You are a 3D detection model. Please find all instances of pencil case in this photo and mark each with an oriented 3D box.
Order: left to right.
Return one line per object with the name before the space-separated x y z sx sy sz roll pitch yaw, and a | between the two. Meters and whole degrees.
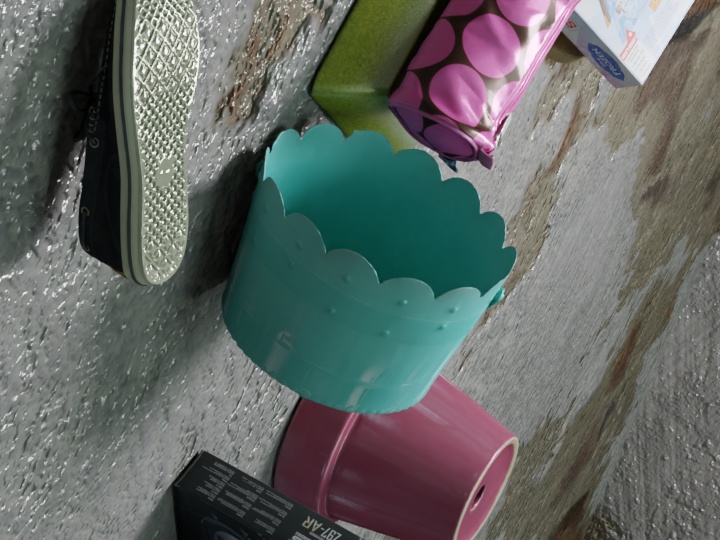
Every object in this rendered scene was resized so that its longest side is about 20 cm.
pencil case | 0.106 -0.178 1.436 0.200 0.094 0.091 -59 162 -13

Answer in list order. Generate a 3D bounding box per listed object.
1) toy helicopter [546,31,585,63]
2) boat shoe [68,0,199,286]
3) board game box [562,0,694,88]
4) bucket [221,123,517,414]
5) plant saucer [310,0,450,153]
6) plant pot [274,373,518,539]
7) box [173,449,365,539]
toy helicopter | 0.200 -0.271 1.689 0.079 0.132 0.200 -39 -153 54
boat shoe | -0.138 -0.090 1.103 0.075 0.062 0.200 -25 123 -55
board game box | 0.220 -0.298 1.614 0.200 0.041 0.200 43 68 -25
bucket | 0.000 0.000 1.391 0.207 0.207 0.135 -34 155 -56
plant saucer | 0.050 -0.191 1.491 0.200 0.048 0.200 -61 162 -4
plant pot | 0.044 0.175 1.778 0.200 0.179 0.200 -53 160 -29
box | -0.061 0.253 1.564 0.044 0.200 0.160 -51 159 -32
